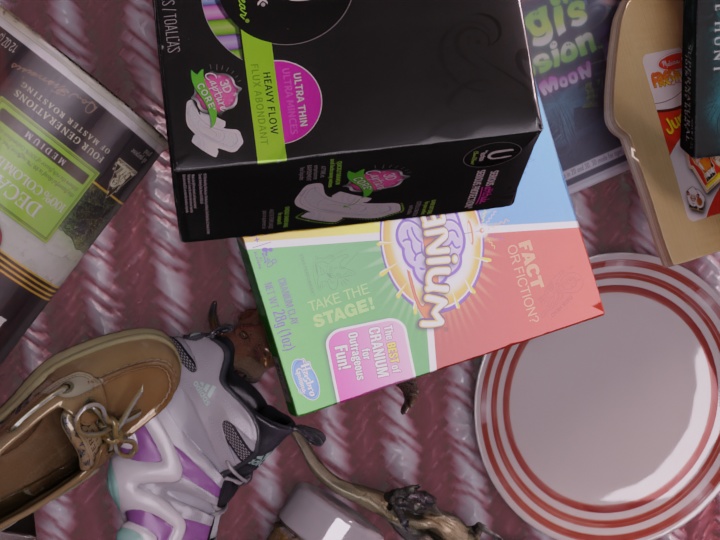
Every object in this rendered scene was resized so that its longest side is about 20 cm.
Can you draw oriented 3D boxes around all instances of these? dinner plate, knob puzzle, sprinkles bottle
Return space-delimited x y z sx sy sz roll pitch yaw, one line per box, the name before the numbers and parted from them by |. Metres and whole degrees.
dinner plate | 0.169 0.087 1.293 0.198 0.024 0.202 -1 97 -11
knob puzzle | 0.221 -0.115 1.245 0.218 0.030 0.222 9 75 -34
sprinkles bottle | -0.064 0.236 1.236 0.068 0.068 0.201 33 89 -14

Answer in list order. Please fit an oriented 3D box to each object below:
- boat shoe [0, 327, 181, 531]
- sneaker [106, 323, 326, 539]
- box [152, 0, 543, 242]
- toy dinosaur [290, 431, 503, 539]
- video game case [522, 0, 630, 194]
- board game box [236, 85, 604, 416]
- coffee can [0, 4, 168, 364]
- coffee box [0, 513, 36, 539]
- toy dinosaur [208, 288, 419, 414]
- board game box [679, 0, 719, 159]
boat shoe | -0.184 0.107 1.117 0.199 0.063 0.074 -34 129 -11
sneaker | -0.086 0.132 1.201 0.139 0.078 0.202 -13 101 4
box | -0.012 -0.112 1.076 0.198 0.124 0.150 -6 74 -6
toy dinosaur | 0.039 0.161 1.240 0.199 0.088 0.048 31 90 -14
video game case | 0.136 -0.147 1.231 0.199 0.023 0.183 -23 101 -25
board game box | 0.030 -0.016 1.157 0.198 0.040 0.154 -18 92 -9
coffee can | -0.228 -0.040 1.126 0.146 0.146 0.201 38 87 -14
coffee box | -0.274 0.239 1.184 0.112 0.080 0.202 11 94 -13
toy dinosaur | 0.000 0.000 1.218 0.135 0.086 0.201 33 83 -7
board game box | 0.262 -0.173 1.164 0.134 0.028 0.202 -8 113 -10
